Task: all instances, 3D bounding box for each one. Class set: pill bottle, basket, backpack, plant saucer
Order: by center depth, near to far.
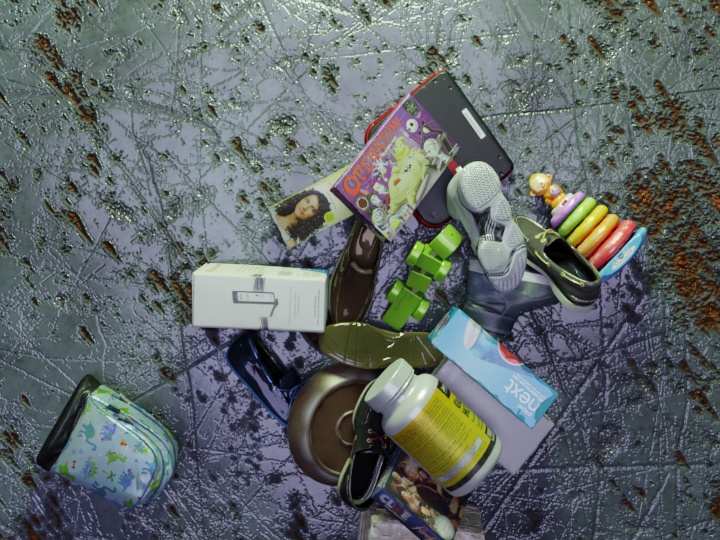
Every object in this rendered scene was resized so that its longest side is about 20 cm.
[{"bbox_3d":[0.105,0.229,1.312,0.200,0.112,0.113,43,93,-5],"label":"pill bottle"},{"bbox_3d":[-0.384,0.284,1.386,0.199,0.154,0.164,32,87,-16],"label":"backpack"},{"bbox_3d":[-0.017,0.246,1.394,0.198,0.032,0.203,-3,97,-25],"label":"plant saucer"},{"bbox_3d":[0.093,0.444,1.401,0.197,0.123,0.138,7,94,-1],"label":"basket"}]

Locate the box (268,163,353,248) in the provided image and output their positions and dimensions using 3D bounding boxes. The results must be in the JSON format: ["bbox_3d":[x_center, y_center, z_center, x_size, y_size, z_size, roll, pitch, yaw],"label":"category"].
[{"bbox_3d":[-0.040,-0.112,1.379,0.198,0.050,0.076,-28,95,10],"label":"box"}]

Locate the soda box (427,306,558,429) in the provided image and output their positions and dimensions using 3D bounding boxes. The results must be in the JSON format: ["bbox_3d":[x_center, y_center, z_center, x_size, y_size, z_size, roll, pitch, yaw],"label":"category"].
[{"bbox_3d":[0.197,0.144,1.328,0.199,0.064,0.068,40,89,-3],"label":"soda box"}]

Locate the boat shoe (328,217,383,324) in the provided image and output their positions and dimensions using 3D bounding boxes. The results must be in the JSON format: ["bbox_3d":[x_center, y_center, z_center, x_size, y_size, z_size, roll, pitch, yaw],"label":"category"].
[{"bbox_3d":[-0.006,-0.002,1.390,0.074,0.075,0.205,12,94,-2],"label":"boat shoe"}]

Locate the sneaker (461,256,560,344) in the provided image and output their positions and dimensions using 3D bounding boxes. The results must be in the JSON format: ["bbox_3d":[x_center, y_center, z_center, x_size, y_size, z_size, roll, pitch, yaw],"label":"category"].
[{"bbox_3d":[0.256,0.068,1.396,0.199,0.077,0.148,11,93,-1],"label":"sneaker"}]

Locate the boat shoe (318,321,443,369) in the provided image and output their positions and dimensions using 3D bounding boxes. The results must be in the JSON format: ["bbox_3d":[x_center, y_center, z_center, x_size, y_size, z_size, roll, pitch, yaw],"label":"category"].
[{"bbox_3d":[0.029,0.126,1.398,0.198,0.066,0.073,5,74,-8],"label":"boat shoe"}]

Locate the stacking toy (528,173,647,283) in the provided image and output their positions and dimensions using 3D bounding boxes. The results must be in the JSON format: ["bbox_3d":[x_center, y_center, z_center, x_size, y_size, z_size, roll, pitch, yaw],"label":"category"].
[{"bbox_3d":[0.342,-0.081,1.386,0.116,0.110,0.200,-45,82,5],"label":"stacking toy"}]

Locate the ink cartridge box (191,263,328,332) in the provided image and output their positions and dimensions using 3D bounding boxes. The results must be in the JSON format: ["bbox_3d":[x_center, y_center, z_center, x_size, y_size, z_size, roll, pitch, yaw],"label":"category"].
[{"bbox_3d":[-0.150,0.040,1.356,0.197,0.146,0.086,2,96,0],"label":"ink cartridge box"}]

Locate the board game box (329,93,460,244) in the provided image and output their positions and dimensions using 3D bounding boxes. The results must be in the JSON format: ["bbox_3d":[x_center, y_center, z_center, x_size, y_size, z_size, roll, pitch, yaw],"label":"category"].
[{"bbox_3d":[0.055,-0.154,1.331,0.120,0.032,0.201,41,69,-10],"label":"board game box"}]

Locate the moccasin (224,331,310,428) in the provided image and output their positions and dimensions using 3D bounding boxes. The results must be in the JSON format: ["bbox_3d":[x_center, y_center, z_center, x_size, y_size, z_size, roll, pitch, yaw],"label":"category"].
[{"bbox_3d":[-0.128,0.182,1.397,0.200,0.081,0.068,43,106,-4],"label":"moccasin"}]

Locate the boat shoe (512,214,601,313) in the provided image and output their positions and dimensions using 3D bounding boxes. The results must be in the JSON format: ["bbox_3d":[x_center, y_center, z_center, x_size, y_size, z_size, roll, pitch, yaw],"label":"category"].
[{"bbox_3d":[0.296,-0.025,1.348,0.071,0.202,0.061,-15,139,-27],"label":"boat shoe"}]

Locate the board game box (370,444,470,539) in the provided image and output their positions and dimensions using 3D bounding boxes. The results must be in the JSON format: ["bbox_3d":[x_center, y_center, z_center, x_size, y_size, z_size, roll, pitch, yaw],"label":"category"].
[{"bbox_3d":[0.108,0.316,1.361,0.135,0.200,0.035,40,127,-4],"label":"board game box"}]

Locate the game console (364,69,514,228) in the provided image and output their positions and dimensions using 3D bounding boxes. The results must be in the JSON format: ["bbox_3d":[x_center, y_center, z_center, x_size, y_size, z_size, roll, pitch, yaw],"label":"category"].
[{"bbox_3d":[0.121,-0.188,1.404,0.176,0.031,0.201,-37,94,-1],"label":"game console"}]

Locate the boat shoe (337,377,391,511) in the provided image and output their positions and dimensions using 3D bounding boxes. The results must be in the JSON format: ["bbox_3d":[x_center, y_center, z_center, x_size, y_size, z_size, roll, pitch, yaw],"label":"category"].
[{"bbox_3d":[0.020,0.269,1.364,0.073,0.063,0.204,16,88,-23],"label":"boat shoe"}]

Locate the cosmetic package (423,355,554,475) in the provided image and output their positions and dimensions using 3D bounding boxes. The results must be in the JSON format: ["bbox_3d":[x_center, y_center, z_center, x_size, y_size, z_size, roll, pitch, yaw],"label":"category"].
[{"bbox_3d":[0.195,0.214,1.404,0.200,0.085,0.108,41,93,-4],"label":"cosmetic package"}]

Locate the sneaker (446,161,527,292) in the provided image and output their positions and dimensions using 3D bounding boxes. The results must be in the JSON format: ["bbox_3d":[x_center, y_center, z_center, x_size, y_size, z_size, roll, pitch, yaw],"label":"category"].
[{"bbox_3d":[0.190,-0.070,1.345,0.074,0.115,0.202,-21,101,-5],"label":"sneaker"}]

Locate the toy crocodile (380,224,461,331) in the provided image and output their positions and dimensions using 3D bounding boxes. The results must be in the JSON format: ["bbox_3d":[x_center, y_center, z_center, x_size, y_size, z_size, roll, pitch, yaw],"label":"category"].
[{"bbox_3d":[0.092,0.014,1.383,0.067,0.062,0.201,29,120,1],"label":"toy crocodile"}]
